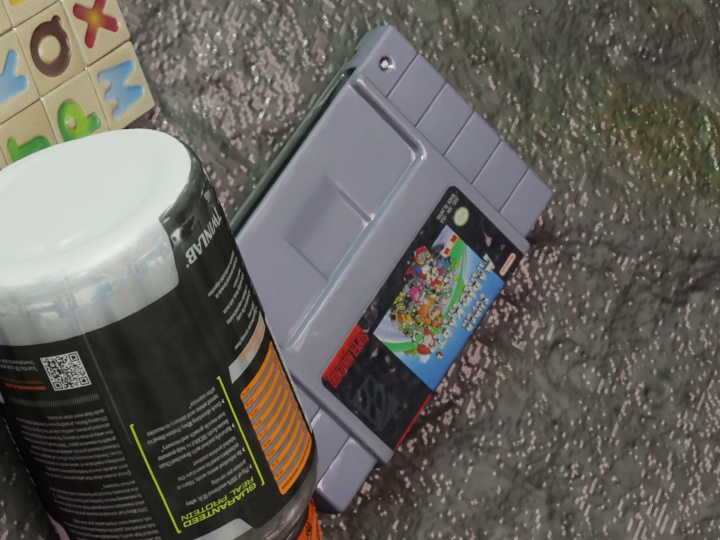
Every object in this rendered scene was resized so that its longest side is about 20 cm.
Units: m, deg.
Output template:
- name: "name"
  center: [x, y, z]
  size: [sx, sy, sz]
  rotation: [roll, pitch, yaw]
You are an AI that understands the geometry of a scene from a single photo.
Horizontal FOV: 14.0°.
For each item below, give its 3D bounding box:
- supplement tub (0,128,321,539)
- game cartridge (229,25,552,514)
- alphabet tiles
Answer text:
- name: "supplement tub"
  center: [-0.092, 0.051, 1.260]
  size: [0.122, 0.122, 0.201]
  rotation: [-38, 124, -27]
- name: "game cartridge"
  center: [0.000, 0.000, 1.391]
  size: [0.130, 0.038, 0.201]
  rotation: [42, 67, -18]
- name: "alphabet tiles"
  center: [-0.173, -0.128, 1.263]
  size: [0.167, 0.008, 0.201]
  rotation: [-39, 116, -45]
